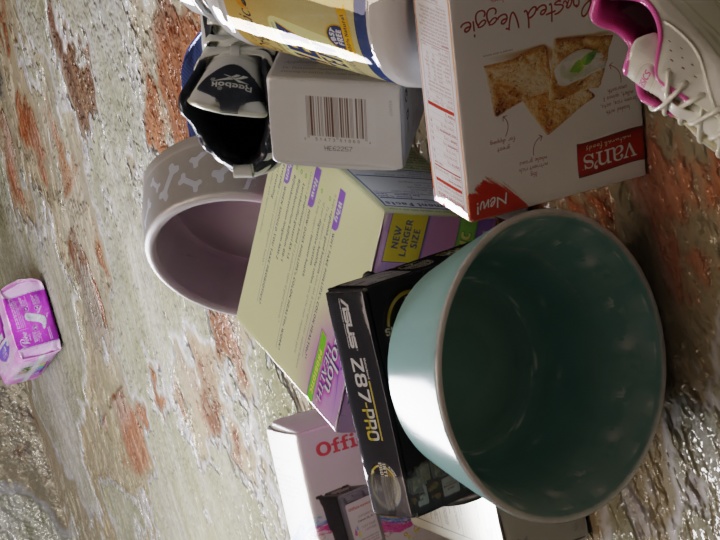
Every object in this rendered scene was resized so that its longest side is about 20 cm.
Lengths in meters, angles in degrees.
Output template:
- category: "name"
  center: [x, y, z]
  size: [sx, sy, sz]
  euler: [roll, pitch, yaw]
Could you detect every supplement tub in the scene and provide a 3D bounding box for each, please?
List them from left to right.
- category: "supplement tub"
  center: [-0.018, -0.212, 1.503]
  size: [0.199, 0.144, 0.145]
  euler: [18, 126, 32]

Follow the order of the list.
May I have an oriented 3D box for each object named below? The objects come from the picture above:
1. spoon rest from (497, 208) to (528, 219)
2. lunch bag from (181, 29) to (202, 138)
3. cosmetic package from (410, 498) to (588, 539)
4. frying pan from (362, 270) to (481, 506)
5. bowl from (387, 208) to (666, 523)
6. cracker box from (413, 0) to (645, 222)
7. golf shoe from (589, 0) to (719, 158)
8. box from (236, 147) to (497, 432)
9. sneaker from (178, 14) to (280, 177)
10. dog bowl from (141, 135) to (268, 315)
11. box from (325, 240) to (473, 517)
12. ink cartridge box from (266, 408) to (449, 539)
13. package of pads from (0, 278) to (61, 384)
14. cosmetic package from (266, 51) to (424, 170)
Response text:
- category: "spoon rest"
  center: [0.092, -0.121, 1.617]
  size: [0.100, 0.060, 0.201]
  euler: [-124, 14, -46]
- category: "lunch bag"
  center: [-0.062, -0.151, 1.879]
  size: [0.200, 0.131, 0.137]
  euler: [136, 129, -58]
- category: "cosmetic package"
  center: [0.097, 0.158, 1.753]
  size: [0.200, 0.073, 0.104]
  euler: [-171, 68, -69]
- category: "frying pan"
  center: [0.067, 0.085, 1.606]
  size: [0.031, 0.114, 0.192]
  euler: [-127, 29, -67]
- category: "bowl"
  center: [0.095, 0.063, 1.469]
  size: [0.105, 0.200, 0.202]
  euler: [-4, 100, 52]
- category: "cracker box"
  center: [0.107, -0.145, 1.421]
  size: [0.058, 0.133, 0.202]
  euler: [35, 137, 59]
- category: "golf shoe"
  center: [0.200, -0.097, 1.266]
  size: [0.201, 0.091, 0.076]
  euler: [63, 156, 27]
- category: "box"
  center: [0.000, 0.000, 1.695]
  size: [0.200, 0.096, 0.177]
  euler: [44, 126, 55]
- category: "sneaker"
  center: [-0.088, -0.158, 1.616]
  size: [0.130, 0.079, 0.201]
  euler: [-76, -11, -73]
- category: "dog bowl"
  center: [-0.090, -0.032, 1.850]
  size: [0.201, 0.198, 0.059]
  euler: [105, 172, -54]
- category: "box"
  center: [0.077, 0.065, 1.553]
  size: [0.049, 0.199, 0.163]
  euler: [-1, 103, 50]
- category: "ink cartridge box"
  center: [0.017, 0.212, 1.901]
  size: [0.086, 0.147, 0.202]
  euler: [-174, 69, -69]
- category: "package of pads"
  center: [-0.513, 0.093, 3.378]
  size: [0.200, 0.075, 0.121]
  euler: [138, 114, -68]
- category: "cosmetic package"
  center: [0.001, -0.155, 1.618]
  size: [0.200, 0.101, 0.075]
  euler: [-68, -20, -55]
